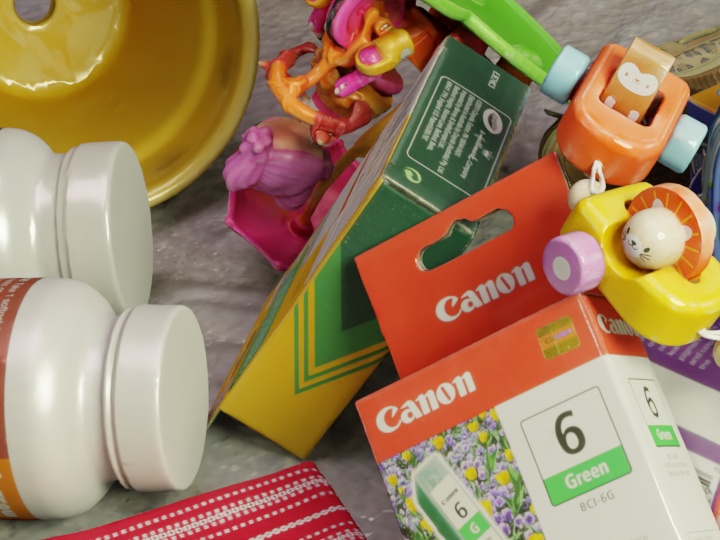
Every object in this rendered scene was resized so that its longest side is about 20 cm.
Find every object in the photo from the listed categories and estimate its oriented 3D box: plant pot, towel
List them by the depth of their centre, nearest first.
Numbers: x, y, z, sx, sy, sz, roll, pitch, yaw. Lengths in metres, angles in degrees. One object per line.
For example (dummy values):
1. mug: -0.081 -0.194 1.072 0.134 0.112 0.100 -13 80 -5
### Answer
1. towel: -0.053 0.144 0.731 0.144 0.023 0.200 -15 28 -14
2. plant pot: -0.179 -0.147 1.093 0.200 0.201 0.189 -19 21 -15

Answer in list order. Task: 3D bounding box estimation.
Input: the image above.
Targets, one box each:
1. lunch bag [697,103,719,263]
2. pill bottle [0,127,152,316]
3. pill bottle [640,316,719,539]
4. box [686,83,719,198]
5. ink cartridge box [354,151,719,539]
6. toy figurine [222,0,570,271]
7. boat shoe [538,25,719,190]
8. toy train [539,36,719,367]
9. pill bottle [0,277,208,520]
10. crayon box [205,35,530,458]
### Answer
1. lunch bag: 0.250 -0.009 0.822 0.199 0.161 0.083 1 27 10
2. pill bottle: -0.216 -0.014 0.962 0.199 0.117 0.116 -4 35 6
3. pill bottle: 0.120 0.061 0.789 0.200 0.112 0.111 25 47 38
4. box: 0.235 -0.056 0.925 0.200 0.119 0.041 -22 35 -20
5. ink cartridge box: 0.061 0.062 0.719 0.109 0.200 0.050 -28 -17 25
6. toy figurine: -0.004 -0.078 0.957 0.150 0.184 0.200 50 18 27
7. boat shoe: 0.170 -0.089 1.036 0.200 0.073 0.063 -23 30 -30
8. toy train: 0.150 -0.022 0.709 0.200 0.056 0.150 33 43 7
9. pill bottle: -0.177 0.059 0.852 0.199 0.112 0.112 -1 35 11
10. crayon box: 0.000 0.000 0.878 0.052 0.200 0.126 32 39 -6
